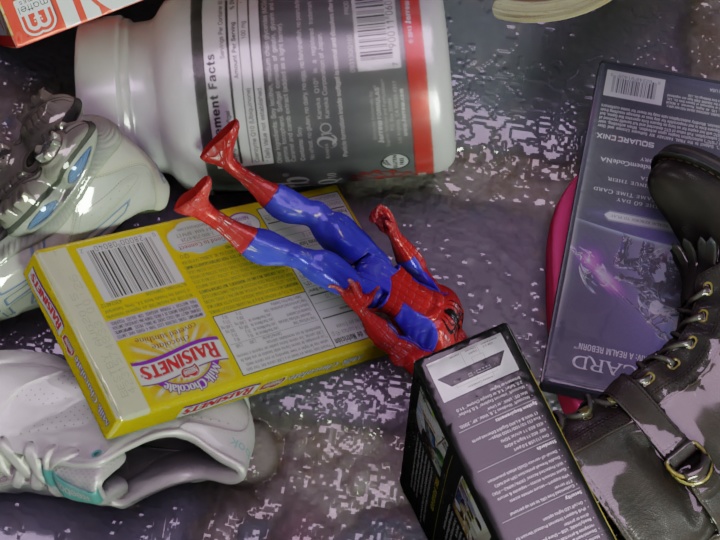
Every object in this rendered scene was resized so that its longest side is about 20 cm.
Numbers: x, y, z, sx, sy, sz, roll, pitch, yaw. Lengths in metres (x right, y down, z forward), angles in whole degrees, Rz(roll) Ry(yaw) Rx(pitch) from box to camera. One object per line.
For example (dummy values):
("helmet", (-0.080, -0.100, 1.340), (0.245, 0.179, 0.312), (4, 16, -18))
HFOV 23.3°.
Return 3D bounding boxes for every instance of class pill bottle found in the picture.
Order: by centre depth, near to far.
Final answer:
("pill bottle", (-0.051, -0.102, 0.967), (0.199, 0.116, 0.116), (-6, 67, 2))

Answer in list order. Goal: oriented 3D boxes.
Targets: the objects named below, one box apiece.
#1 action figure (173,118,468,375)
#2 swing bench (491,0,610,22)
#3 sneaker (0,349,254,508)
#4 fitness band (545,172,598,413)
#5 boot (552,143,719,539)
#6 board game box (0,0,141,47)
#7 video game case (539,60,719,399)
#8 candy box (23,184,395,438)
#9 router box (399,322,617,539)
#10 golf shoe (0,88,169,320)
("action figure", (0.000, 0.000, 0.921), (0.200, 0.052, 0.066), (36, 48, -18))
("swing bench", (0.119, -0.236, 0.989), (0.200, 0.130, 0.199), (42, 38, 12))
("sneaker", (-0.153, 0.090, 0.890), (0.199, 0.076, 0.089), (-7, 34, -7))
("fitness band", (0.175, 0.021, 0.972), (0.143, 0.037, 0.201), (1, 66, -2))
("boot", (0.156, 0.048, 0.887), (0.174, 0.069, 0.200), (-30, 72, -12))
("board game box", (-0.135, -0.169, 0.954), (0.151, 0.200, 0.046), (-23, 103, -11))
("video game case", (0.185, -0.015, 0.960), (0.142, 0.019, 0.201), (11, 68, 5))
("candy box", (-0.068, 0.017, 0.921), (0.199, 0.026, 0.103), (-14, 68, -38))
("router box", (0.072, 0.130, 0.831), (0.051, 0.200, 0.150), (-22, 70, -9))
("golf shoe", (-0.183, 0.003, 0.927), (0.200, 0.097, 0.078), (-42, 43, 19))
